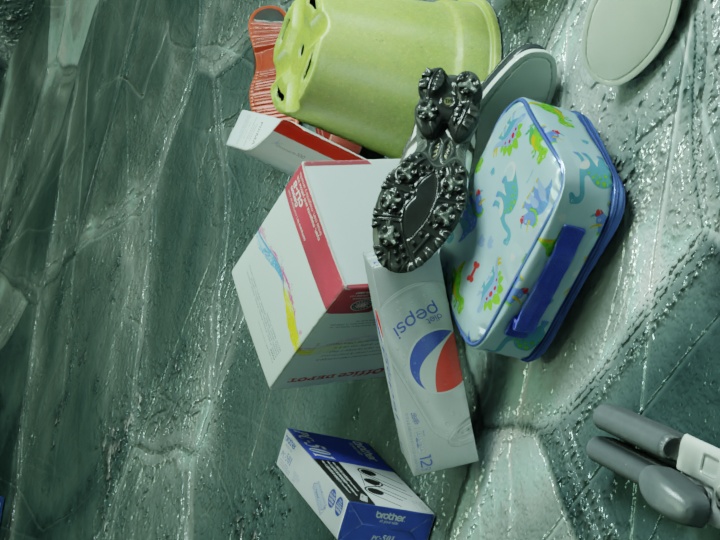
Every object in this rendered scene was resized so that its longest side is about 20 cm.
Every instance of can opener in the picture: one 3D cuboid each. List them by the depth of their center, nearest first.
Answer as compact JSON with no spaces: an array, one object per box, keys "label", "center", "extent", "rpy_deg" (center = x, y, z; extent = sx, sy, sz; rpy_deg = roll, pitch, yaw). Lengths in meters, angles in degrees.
[{"label":"can opener","center":[0.217,0.139,1.288],"extent":[0.200,0.066,0.053],"rpy_deg":[-152,74,-71]}]

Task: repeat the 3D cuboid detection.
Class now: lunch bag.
[{"label":"lunch bag","center":[0.145,-0.032,1.511],"extent":[0.161,0.082,0.201],"rpy_deg":[-110,39,-54]}]

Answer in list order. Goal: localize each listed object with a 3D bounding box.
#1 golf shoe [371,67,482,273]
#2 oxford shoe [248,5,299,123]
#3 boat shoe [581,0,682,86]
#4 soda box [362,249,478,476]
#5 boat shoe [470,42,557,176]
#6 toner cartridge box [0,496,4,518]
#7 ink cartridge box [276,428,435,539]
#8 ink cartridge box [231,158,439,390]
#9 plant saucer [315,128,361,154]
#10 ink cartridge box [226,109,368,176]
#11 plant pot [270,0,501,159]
[{"label":"golf shoe","center":[0.064,-0.078,1.551],"extent":[0.095,0.077,0.201],"rpy_deg":[87,-157,-68]},{"label":"oxford shoe","center":[-0.105,-0.239,2.248],"extent":[0.073,0.071,0.201],"rpy_deg":[84,-177,-65]},{"label":"boat shoe","center":[0.244,-0.243,1.442],"extent":[0.062,0.073,0.201],"rpy_deg":[-37,-27,-51]},{"label":"soda box","center":[0.054,0.078,1.576],"extent":[0.068,0.063,0.201],"rpy_deg":[-123,21,-76]},{"label":"boat shoe","center":[0.119,-0.143,1.638],"extent":[0.200,0.075,0.061],"rpy_deg":[-58,35,37]},{"label":"toner cartridge box","center":[-0.719,0.523,3.300],"extent":[0.095,0.043,0.201],"rpy_deg":[170,111,-67]},{"label":"ink cartridge box","center":[-0.008,0.215,1.729],"extent":[0.200,0.094,0.044],"rpy_deg":[37,112,65]},{"label":"ink cartridge box","center":[-0.015,0.005,1.716],"extent":[0.200,0.145,0.145],"rpy_deg":[-53,50,48]},{"label":"plant saucer","center":[-0.009,-0.221,1.987],"extent":[0.200,0.037,0.201],"rpy_deg":[-102,31,-62]},{"label":"ink cartridge box","center":[-0.035,-0.107,1.811],"extent":[0.047,0.160,0.200],"rpy_deg":[-65,24,1]},{"label":"plant pot","center":[0.015,-0.201,1.770],"extent":[0.200,0.183,0.202],"rpy_deg":[-168,90,-67]}]
